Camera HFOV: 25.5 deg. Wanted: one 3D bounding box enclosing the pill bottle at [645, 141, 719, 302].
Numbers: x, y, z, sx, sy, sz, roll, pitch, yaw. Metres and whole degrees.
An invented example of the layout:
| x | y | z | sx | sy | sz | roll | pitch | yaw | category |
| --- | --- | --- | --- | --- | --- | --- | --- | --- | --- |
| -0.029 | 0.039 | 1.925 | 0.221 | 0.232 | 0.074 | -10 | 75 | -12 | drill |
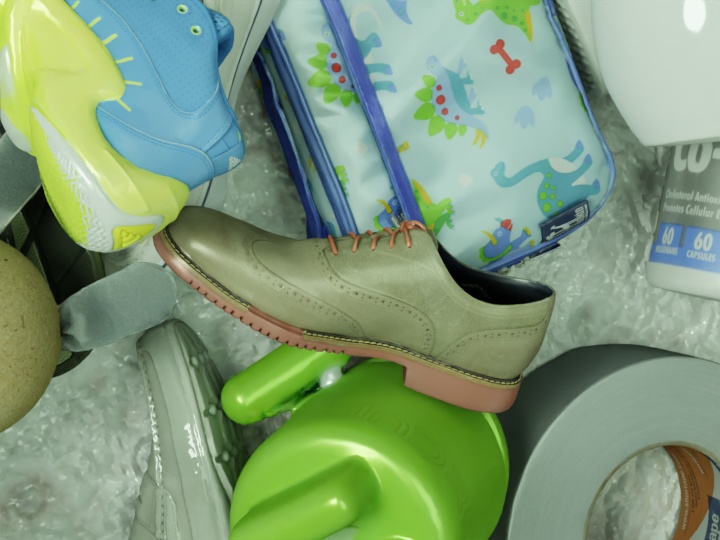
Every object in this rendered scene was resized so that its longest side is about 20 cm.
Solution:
| x | y | z | sx | sy | sz | roll | pitch | yaw | category |
| --- | --- | --- | --- | --- | --- | --- | --- | --- | --- |
| 0.234 | -0.079 | 0.893 | 0.113 | 0.114 | 0.202 | 11 | 91 | -22 | pill bottle |

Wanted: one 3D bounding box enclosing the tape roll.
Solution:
| x | y | z | sx | sy | sz | roll | pitch | yaw | category |
| --- | --- | --- | --- | --- | --- | --- | --- | --- | --- |
| 0.158 | 0.144 | 0.913 | 0.199 | 0.066 | 0.202 | -2 | 96 | -22 | tape roll |

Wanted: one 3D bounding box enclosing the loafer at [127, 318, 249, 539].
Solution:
| x | y | z | sx | sy | sz | roll | pitch | yaw | category |
| --- | --- | --- | --- | --- | --- | --- | --- | --- | --- |
| -0.089 | 0.126 | 0.812 | 0.069 | 0.070 | 0.201 | -13 | 88 | 10 | loafer |

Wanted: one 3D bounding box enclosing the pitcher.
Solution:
| x | y | z | sx | sy | sz | roll | pitch | yaw | category |
| --- | --- | --- | --- | --- | --- | --- | --- | --- | --- |
| 0.188 | -0.166 | 0.774 | 0.121 | 0.171 | 0.202 | -7 | 93 | -38 | pitcher |

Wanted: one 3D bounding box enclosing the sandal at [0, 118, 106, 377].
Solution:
| x | y | z | sx | sy | sz | roll | pitch | yaw | category |
| --- | --- | --- | --- | --- | --- | --- | --- | --- | --- |
| -0.168 | -0.048 | 0.765 | 0.079 | 0.057 | 0.202 | -17 | 90 | 17 | sandal |

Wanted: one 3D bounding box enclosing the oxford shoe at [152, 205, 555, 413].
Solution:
| x | y | z | sx | sy | sz | roll | pitch | yaw | category |
| --- | --- | --- | --- | --- | --- | --- | --- | --- | --- |
| 0.000 | 0.000 | 0.764 | 0.199 | 0.071 | 0.075 | 20 | 114 | -19 | oxford shoe |

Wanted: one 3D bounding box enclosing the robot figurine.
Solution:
| x | y | z | sx | sy | sz | roll | pitch | yaw | category |
| --- | --- | --- | --- | --- | --- | --- | --- | --- | --- |
| 0.009 | 0.111 | 0.793 | 0.115 | 0.200 | 0.176 | -31 | 93 | 23 | robot figurine |

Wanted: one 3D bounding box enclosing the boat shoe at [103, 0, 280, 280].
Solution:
| x | y | z | sx | sy | sz | roll | pitch | yaw | category |
| --- | --- | --- | --- | --- | --- | --- | --- | --- | --- |
| -0.096 | -0.082 | 0.760 | 0.070 | 0.071 | 0.201 | -2 | 119 | -58 | boat shoe |

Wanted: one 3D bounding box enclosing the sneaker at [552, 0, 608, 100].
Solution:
| x | y | z | sx | sy | sz | roll | pitch | yaw | category |
| --- | --- | --- | --- | --- | --- | --- | --- | --- | --- |
| 0.113 | -0.195 | 0.856 | 0.082 | 0.074 | 0.201 | -27 | 106 | -14 | sneaker |

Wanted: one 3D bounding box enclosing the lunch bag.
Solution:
| x | y | z | sx | sy | sz | roll | pitch | yaw | category |
| --- | --- | --- | --- | --- | --- | --- | --- | --- | --- |
| 0.031 | -0.090 | 0.832 | 0.160 | 0.082 | 0.201 | -23 | 102 | -14 | lunch bag |

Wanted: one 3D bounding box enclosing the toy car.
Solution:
| x | y | z | sx | sy | sz | roll | pitch | yaw | category |
| --- | --- | --- | --- | --- | --- | --- | --- | --- | --- |
| -0.188 | 0.035 | 0.709 | 0.200 | 0.158 | 0.164 | -42 | 99 | -8 | toy car |

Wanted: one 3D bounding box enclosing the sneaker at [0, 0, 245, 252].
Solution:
| x | y | z | sx | sy | sz | roll | pitch | yaw | category |
| --- | --- | --- | --- | --- | --- | --- | --- | --- | --- |
| -0.120 | -0.105 | 0.701 | 0.105 | 0.076 | 0.201 | -25 | 76 | -23 | sneaker |
